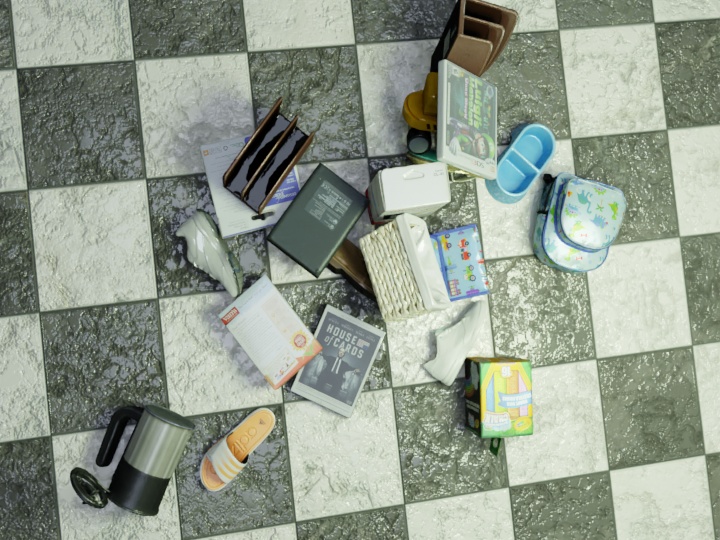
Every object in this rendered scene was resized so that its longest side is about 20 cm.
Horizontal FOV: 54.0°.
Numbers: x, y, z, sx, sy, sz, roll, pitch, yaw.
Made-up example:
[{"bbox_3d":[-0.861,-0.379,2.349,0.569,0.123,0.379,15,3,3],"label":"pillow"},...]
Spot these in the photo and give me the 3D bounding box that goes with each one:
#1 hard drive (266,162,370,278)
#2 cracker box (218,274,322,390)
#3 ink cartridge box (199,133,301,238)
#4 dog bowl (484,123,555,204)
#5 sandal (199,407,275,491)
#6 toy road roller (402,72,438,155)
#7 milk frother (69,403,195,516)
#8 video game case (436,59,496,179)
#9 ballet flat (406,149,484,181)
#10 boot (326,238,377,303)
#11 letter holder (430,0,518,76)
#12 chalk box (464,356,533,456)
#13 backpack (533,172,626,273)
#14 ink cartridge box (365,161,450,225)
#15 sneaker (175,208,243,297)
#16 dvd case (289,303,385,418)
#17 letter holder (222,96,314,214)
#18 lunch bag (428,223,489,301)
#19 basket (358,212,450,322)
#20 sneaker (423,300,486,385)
[{"bbox_3d":[-0.089,-0.106,1.502,0.138,0.033,0.202,35,78,0],"label":"hard drive"},{"bbox_3d":[-0.189,0.131,1.500,0.133,0.058,0.201,-38,87,-5],"label":"cracker box"},{"bbox_3d":[-0.230,-0.190,1.527,0.192,0.047,0.206,-14,91,-10],"label":"ink cartridge box"},{"bbox_3d":[0.368,-0.247,1.606,0.111,0.050,0.202,38,84,-5],"label":"dog bowl"},{"bbox_3d":[-0.263,0.374,1.491,0.079,0.059,0.207,43,83,-4],"label":"sandal"},{"bbox_3d":[0.186,-0.334,1.514,0.194,0.148,0.125,7,52,-5],"label":"toy road roller"},{"bbox_3d":[-0.450,0.368,1.397,0.177,0.200,0.192,24,84,-2],"label":"milk frother"},{"bbox_3d":[0.222,-0.306,1.450,0.179,0.023,0.207,11,77,-43],"label":"video game case"},{"bbox_3d":[0.196,-0.232,1.580,0.194,0.071,0.073,2,87,-6],"label":"ballet flat"},{"bbox_3d":[0.000,0.000,1.540,0.199,0.074,0.076,40,74,-2],"label":"boot"},{"bbox_3d":[0.242,-0.461,1.506,0.138,0.201,0.103,11,67,-9],"label":"letter holder"},{"bbox_3d":[0.300,0.295,1.539,0.120,0.125,0.207,-1,89,-7],"label":"chalk box"},{"bbox_3d":[0.480,-0.101,1.568,0.178,0.147,0.206,16,88,-4],"label":"backpack"},{"bbox_3d":[0.095,-0.160,1.490,0.143,0.200,0.088,-9,89,-7],"label":"ink cartridge box"},{"bbox_3d":[-0.316,-0.027,1.504,0.086,0.074,0.203,-32,85,4],"label":"sneaker"},{"bbox_3d":[-0.049,0.197,1.545,0.147,0.025,0.205,24,86,-6],"label":"dvd case"},{"bbox_3d":[-0.186,-0.233,1.443,0.100,0.142,0.202,36,82,-6],"label":"letter holder"},{"bbox_3d":[0.173,-0.004,1.563,0.194,0.094,0.155,-12,87,6],"label":"lunch bag"},{"bbox_3d":[0.092,0.001,1.482,0.121,0.135,0.205,-21,79,21],"label":"basket"},{"bbox_3d":[0.208,0.145,1.563,0.087,0.075,0.203,29,85,6],"label":"sneaker"}]
